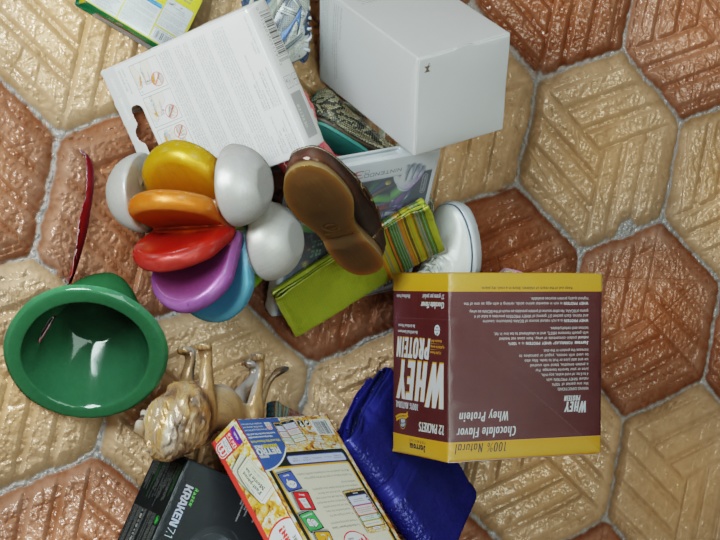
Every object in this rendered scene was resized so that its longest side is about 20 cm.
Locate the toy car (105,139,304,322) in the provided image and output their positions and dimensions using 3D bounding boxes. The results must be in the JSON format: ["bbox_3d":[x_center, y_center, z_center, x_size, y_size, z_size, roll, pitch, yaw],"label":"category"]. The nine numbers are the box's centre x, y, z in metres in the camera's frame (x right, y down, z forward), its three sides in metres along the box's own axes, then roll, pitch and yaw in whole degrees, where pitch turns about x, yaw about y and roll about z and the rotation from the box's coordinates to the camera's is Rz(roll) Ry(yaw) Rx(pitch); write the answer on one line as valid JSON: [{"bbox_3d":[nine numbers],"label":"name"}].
[{"bbox_3d":[-0.166,-0.029,1.631,0.200,0.174,0.150,62,32,-42],"label":"toy car"}]

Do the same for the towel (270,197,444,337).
[{"bbox_3d":[0.000,0.000,1.781,0.200,0.018,0.086,-31,136,-5],"label":"towel"}]

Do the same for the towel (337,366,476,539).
[{"bbox_3d":[0.050,0.228,1.832,0.200,0.049,0.148,55,36,-16],"label":"towel"}]

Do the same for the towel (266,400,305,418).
[{"bbox_3d":[-0.040,0.241,1.751,0.146,0.200,0.022,29,123,-27],"label":"towel"}]

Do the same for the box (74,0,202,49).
[{"bbox_3d":[-0.208,-0.342,1.701,0.117,0.048,0.201,30,81,-25],"label":"box"}]

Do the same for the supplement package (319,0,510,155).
[{"bbox_3d":[0.055,-0.231,1.742,0.121,0.200,0.120,-18,129,-26],"label":"supplement package"}]

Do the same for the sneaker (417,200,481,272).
[{"bbox_3d":[0.089,0.019,1.843,0.071,0.073,0.201,1,98,-53],"label":"sneaker"}]

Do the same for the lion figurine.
[{"bbox_3d":[-0.149,0.146,1.705,0.200,0.072,0.123,11,75,-44],"label":"lion figurine"}]

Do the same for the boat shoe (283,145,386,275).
[{"bbox_3d":[-0.027,-0.073,1.664,0.200,0.070,0.071,60,28,-54],"label":"boat shoe"}]

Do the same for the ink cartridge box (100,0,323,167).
[{"bbox_3d":[-0.155,-0.173,1.675,0.050,0.199,0.161,-38,107,-57],"label":"ink cartridge box"}]

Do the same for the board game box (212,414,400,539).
[{"bbox_3d":[-0.048,0.244,1.668,0.151,0.046,0.200,4,47,-51],"label":"board game box"}]

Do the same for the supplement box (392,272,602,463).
[{"bbox_3d":[0.149,0.102,1.769,0.197,0.133,0.201,0,90,-26],"label":"supplement box"}]

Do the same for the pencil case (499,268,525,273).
[{"bbox_3d":[0.169,0.096,1.899,0.083,0.087,0.201,23,82,-8],"label":"pencil case"}]

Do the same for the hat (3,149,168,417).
[{"bbox_3d":[-0.276,0.027,1.692,0.165,0.176,0.200,26,121,-19],"label":"hat"}]

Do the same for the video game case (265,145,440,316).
[{"bbox_3d":[-0.009,-0.045,1.768,0.181,0.023,0.201,-12,135,-27],"label":"video game case"}]

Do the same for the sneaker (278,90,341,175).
[{"bbox_3d":[-0.054,-0.105,1.749,0.074,0.087,0.200,-26,120,18],"label":"sneaker"}]

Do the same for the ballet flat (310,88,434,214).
[{"bbox_3d":[0.020,-0.138,1.825,0.200,0.068,0.075,39,54,-22],"label":"ballet flat"}]

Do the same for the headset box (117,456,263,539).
[{"bbox_3d":[-0.155,0.313,1.727,0.200,0.093,0.175,29,79,-27],"label":"headset box"}]

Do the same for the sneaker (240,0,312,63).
[{"bbox_3d":[-0.089,-0.272,1.761,0.085,0.077,0.200,32,84,-35],"label":"sneaker"}]
